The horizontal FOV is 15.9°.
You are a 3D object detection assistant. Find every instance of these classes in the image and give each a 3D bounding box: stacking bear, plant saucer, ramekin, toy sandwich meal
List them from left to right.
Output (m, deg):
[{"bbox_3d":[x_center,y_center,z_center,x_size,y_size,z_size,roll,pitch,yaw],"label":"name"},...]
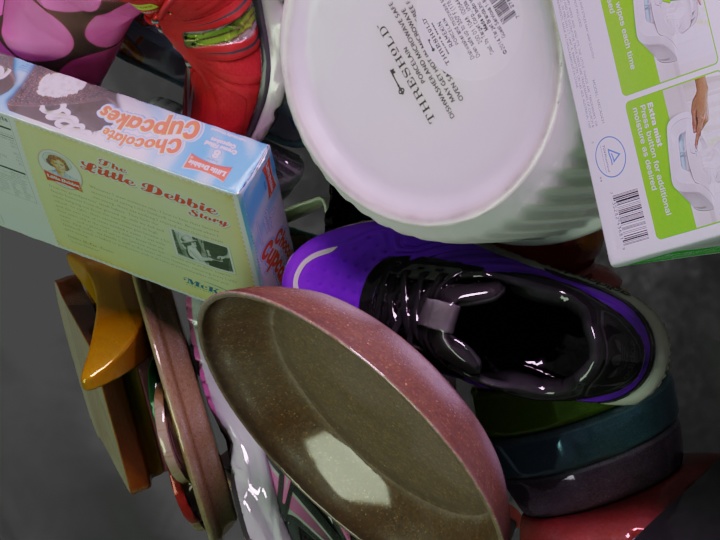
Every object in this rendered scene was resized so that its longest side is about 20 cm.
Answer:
[{"bbox_3d":[-0.127,0.071,1.474,0.205,0.070,0.206,164,90,-86],"label":"toy sandwich meal"},{"bbox_3d":[0.004,0.075,1.269,0.200,0.037,0.201,37,156,20],"label":"plant saucer"},{"bbox_3d":[0.054,-0.106,1.211,0.200,0.105,0.201,7,102,35],"label":"ramekin"},{"bbox_3d":[0.105,0.040,1.328,0.113,0.121,0.201,-13,99,41],"label":"stacking bear"}]

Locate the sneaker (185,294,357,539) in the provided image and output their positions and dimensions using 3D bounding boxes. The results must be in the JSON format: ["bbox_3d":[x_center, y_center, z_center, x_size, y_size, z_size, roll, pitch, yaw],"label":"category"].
[{"bbox_3d":[-0.040,0.075,1.435,0.080,0.086,0.201,127,127,-85],"label":"sneaker"}]

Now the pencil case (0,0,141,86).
[{"bbox_3d":[-0.160,-0.139,1.359,0.200,0.090,0.094,-43,51,55],"label":"pencil case"}]

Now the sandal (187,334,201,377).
[{"bbox_3d":[-0.035,0.059,1.513,0.075,0.045,0.200,25,160,-39],"label":"sandal"}]

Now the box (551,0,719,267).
[{"bbox_3d":[0.173,-0.119,1.072,0.176,0.096,0.201,-18,82,46],"label":"box"}]

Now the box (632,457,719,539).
[{"bbox_3d":[0.214,0.178,1.232,0.148,0.200,0.125,14,129,40],"label":"box"}]

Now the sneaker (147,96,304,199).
[{"bbox_3d":[-0.088,-0.044,1.432,0.075,0.082,0.200,25,179,-16],"label":"sneaker"}]

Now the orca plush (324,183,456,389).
[{"bbox_3d":[0.000,0.000,1.329,0.105,0.071,0.201,13,108,62],"label":"orca plush"}]

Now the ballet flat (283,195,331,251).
[{"bbox_3d":[-0.007,-0.007,1.444,0.200,0.067,0.071,0,104,45],"label":"ballet flat"}]

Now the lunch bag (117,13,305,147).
[{"bbox_3d":[-0.073,-0.160,1.381,0.200,0.077,0.161,32,137,27],"label":"lunch bag"}]

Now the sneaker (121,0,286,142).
[{"bbox_3d":[-0.082,-0.136,1.262,0.077,0.085,0.201,-125,31,-42],"label":"sneaker"}]

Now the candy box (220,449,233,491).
[{"bbox_3d":[0.002,0.179,1.533,0.200,0.055,0.115,53,168,-9],"label":"candy box"}]

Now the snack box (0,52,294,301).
[{"bbox_3d":[-0.132,-0.047,1.330,0.199,0.037,0.116,20,150,20],"label":"snack box"}]

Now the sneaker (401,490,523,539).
[{"bbox_3d":[0.041,0.151,1.431,0.077,0.082,0.200,15,170,13],"label":"sneaker"}]

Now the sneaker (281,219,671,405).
[{"bbox_3d":[0.044,0.018,1.241,0.199,0.099,0.070,12,96,22],"label":"sneaker"}]
